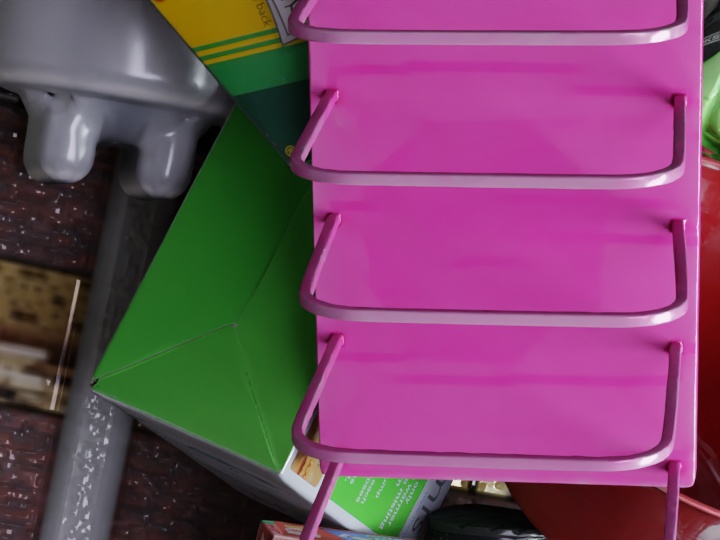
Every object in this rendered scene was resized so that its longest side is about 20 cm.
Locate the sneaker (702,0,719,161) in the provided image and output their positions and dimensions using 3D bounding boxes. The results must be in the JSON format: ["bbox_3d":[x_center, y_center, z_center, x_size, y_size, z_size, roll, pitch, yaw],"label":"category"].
[{"bbox_3d":[0.184,-0.082,1.247,0.077,0.200,0.084,26,93,10],"label":"sneaker"}]

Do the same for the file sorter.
[{"bbox_3d":[0.045,-0.002,0.963,0.139,0.125,0.200,1,108,8],"label":"file sorter"}]

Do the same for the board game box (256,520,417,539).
[{"bbox_3d":[0.043,0.164,1.154,0.200,0.019,0.103,9,102,-21],"label":"board game box"}]

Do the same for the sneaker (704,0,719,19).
[{"bbox_3d":[0.101,-0.072,1.278,0.072,0.072,0.200,28,85,6],"label":"sneaker"}]

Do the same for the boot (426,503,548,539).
[{"bbox_3d":[0.087,0.176,1.241,0.200,0.070,0.132,20,82,-52],"label":"boot"}]

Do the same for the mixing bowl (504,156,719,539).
[{"bbox_3d":[0.126,0.058,1.152,0.200,0.108,0.200,16,43,-15],"label":"mixing bowl"}]

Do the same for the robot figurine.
[{"bbox_3d":[-0.090,-0.130,1.146,0.170,0.113,0.200,10,89,-18],"label":"robot figurine"}]

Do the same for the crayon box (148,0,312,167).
[{"bbox_3d":[-0.021,-0.170,1.034,0.173,0.058,0.200,-42,86,20],"label":"crayon box"}]

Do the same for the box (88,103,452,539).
[{"bbox_3d":[0.000,0.000,1.158,0.200,0.097,0.176,-63,155,-9],"label":"box"}]
